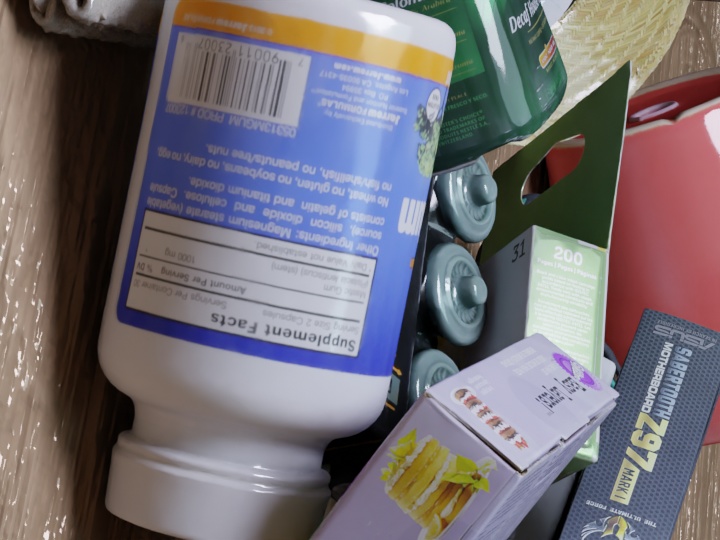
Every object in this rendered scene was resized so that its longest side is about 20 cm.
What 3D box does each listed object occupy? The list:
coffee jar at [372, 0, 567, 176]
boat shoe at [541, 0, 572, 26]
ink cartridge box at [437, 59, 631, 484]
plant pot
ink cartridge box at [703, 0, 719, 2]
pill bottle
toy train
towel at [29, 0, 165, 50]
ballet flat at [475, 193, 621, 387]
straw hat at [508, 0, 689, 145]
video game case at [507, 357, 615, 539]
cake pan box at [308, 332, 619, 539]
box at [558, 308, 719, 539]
[{"bbox_3d":[0.014,-0.145,0.974,0.104,0.085,0.201,-54,125,-65],"label":"coffee jar"},{"bbox_3d":[0.079,-0.165,1.099,0.200,0.071,0.068,-43,124,-28],"label":"boat shoe"},{"bbox_3d":[0.066,0.011,1.120,0.048,0.145,0.202,16,64,-20],"label":"ink cartridge box"},{"bbox_3d":[0.198,-0.014,1.390,0.200,0.199,0.179,-40,112,-62],"label":"plant pot"},{"bbox_3d":[0.209,-0.238,1.326,0.200,0.143,0.147,26,70,-73],"label":"ink cartridge box"},{"bbox_3d":[-0.036,-0.002,0.892,0.112,0.111,0.202,5,96,-66],"label":"pill bottle"},{"bbox_3d":[0.000,0.000,1.045,0.114,0.085,0.202,42,48,-46],"label":"toy train"},{"bbox_3d":[-0.077,-0.151,0.944,0.200,0.034,0.134,4,84,-67],"label":"towel"},{"bbox_3d":[0.105,0.037,1.285,0.201,0.072,0.073,71,27,-43],"label":"ballet flat"},{"bbox_3d":[0.070,-0.164,1.205,0.200,0.085,0.203,-15,117,-32],"label":"straw hat"},{"bbox_3d":[0.072,0.166,1.157,0.200,0.023,0.183,-62,167,-52],"label":"video game case"},{"bbox_3d":[0.014,0.116,0.929,0.052,0.185,0.200,41,16,9],"label":"cake pan box"},{"bbox_3d":[0.115,0.142,1.130,0.201,0.051,0.158,101,12,-44],"label":"box"}]
